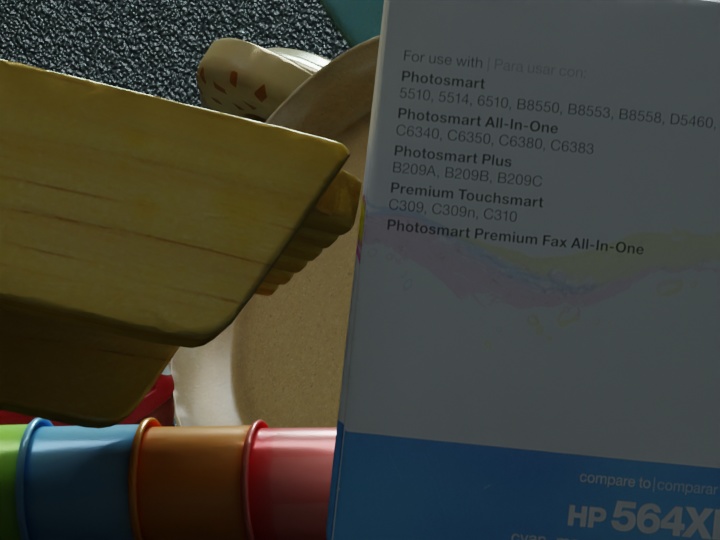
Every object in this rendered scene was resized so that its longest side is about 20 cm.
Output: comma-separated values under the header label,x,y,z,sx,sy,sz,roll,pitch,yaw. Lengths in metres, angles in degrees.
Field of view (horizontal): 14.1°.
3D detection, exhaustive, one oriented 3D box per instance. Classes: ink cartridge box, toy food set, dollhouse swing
label,x,y,z,sx,sy,sz,roll,pitch,yaw
ink cartridge box,0.063,-0.013,0.886,0.125,0.200,0.129,7,5,1
toy food set,-0.001,-0.026,1.354,0.049,0.198,0.200,-49,-1,-21
dollhouse swing,-0.115,0.047,0.882,0.182,0.176,0.200,13,-14,-11

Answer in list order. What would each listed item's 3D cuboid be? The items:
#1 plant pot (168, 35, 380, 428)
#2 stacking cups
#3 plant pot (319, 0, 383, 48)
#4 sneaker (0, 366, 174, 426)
label,x,y,z,sx,sy,sz,roll,pitch,yaw
plant pot,0.000,0.000,1.143,0.027,0.200,0.200,28,-17,-36
stacking cups,-0.093,0.076,1.003,0.200,0.061,0.061,-3,5,14
plant pot,0.074,-0.126,1.351,0.141,0.141,0.200,33,6,-43
sneaker,-0.168,0.044,1.121,0.200,0.116,0.078,-8,5,-29
